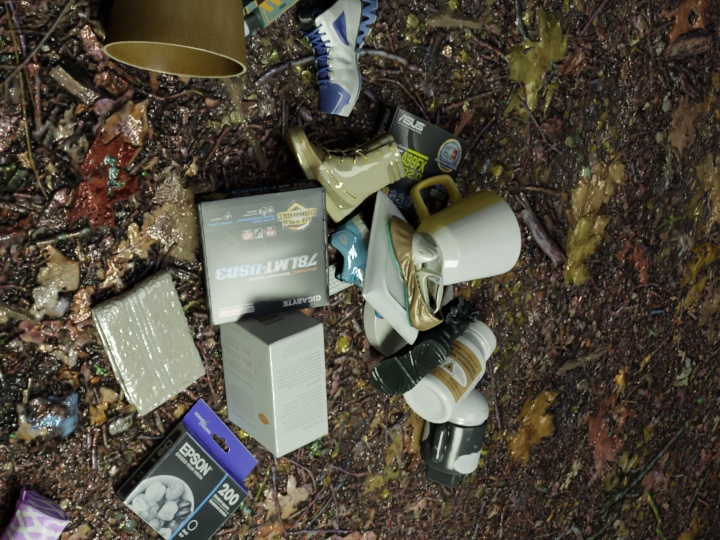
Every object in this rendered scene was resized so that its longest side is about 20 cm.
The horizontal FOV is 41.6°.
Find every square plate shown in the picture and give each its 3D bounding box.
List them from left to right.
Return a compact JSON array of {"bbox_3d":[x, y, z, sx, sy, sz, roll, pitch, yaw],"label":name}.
[{"bbox_3d":[0.067,-0.005,1.605,0.200,0.028,0.201,46,46,-51],"label":"square plate"}]

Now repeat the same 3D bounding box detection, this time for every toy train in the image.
[{"bbox_3d":[-0.121,-0.422,1.353,0.200,0.085,0.115,-44,140,-19],"label":"toy train"}]

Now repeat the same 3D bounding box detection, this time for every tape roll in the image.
[{"bbox_3d":[0.091,0.069,1.765,0.201,0.037,0.206,-17,117,-37],"label":"tape roll"}]

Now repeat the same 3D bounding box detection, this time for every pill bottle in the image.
[{"bbox_3d":[0.176,0.186,1.820,0.200,0.113,0.116,-45,132,-36],"label":"pill bottle"}]

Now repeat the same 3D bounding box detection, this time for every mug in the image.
[{"bbox_3d":[0.159,-0.055,1.630,0.152,0.186,0.151,-20,133,-34],"label":"mug"}]

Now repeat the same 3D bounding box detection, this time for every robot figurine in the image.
[{"bbox_3d":[0.185,0.326,1.894,0.123,0.150,0.203,7,105,-14],"label":"robot figurine"}]

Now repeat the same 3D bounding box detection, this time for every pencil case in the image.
[{"bbox_3d":[-0.502,0.416,1.353,0.085,0.084,0.201,35,81,-20],"label":"pencil case"}]

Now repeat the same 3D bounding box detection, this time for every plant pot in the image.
[{"bbox_3d":[-0.229,-0.370,1.224,0.185,0.185,0.203,6,90,-42],"label":"plant pot"}]

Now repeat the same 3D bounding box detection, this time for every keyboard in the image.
[{"bbox_3d":[-0.050,0.016,1.636,0.198,0.011,0.057,-25,122,-32],"label":"keyboard"}]

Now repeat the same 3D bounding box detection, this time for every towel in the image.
[{"bbox_3d":[-0.315,0.109,1.424,0.132,0.034,0.202,-32,125,-30],"label":"towel"}]

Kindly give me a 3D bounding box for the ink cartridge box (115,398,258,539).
[{"bbox_3d":[-0.271,0.345,1.552,0.200,0.043,0.199,-49,131,-17],"label":"ink cartridge box"}]

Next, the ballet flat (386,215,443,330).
[{"bbox_3d":[0.099,0.003,1.555,0.068,0.071,0.203,-36,117,-60],"label":"ballet flat"}]

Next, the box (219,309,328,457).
[{"bbox_3d":[-0.139,0.165,1.519,0.105,0.151,0.203,-19,120,-35],"label":"box"}]

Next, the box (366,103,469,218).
[{"bbox_3d":[0.090,-0.182,1.656,0.199,0.044,0.162,18,96,-44],"label":"box"}]

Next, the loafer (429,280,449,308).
[{"bbox_3d":[0.153,-0.002,1.719,0.072,0.062,0.202,38,71,-39],"label":"loafer"}]

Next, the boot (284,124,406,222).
[{"bbox_3d":[-0.020,-0.183,1.502,0.154,0.073,0.201,-31,133,3],"label":"boot"}]

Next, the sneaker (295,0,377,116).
[{"bbox_3d":[-0.053,-0.345,1.450,0.114,0.080,0.203,11,93,-39],"label":"sneaker"}]

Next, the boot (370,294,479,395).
[{"bbox_3d":[0.119,0.133,1.721,0.074,0.198,0.163,48,38,-5],"label":"boot"}]

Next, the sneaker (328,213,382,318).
[{"bbox_3d":[0.000,0.000,1.626,0.089,0.079,0.202,-21,118,3],"label":"sneaker"}]

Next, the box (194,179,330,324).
[{"bbox_3d":[-0.148,-0.029,1.461,0.197,0.050,0.201,-8,112,-16],"label":"box"}]
